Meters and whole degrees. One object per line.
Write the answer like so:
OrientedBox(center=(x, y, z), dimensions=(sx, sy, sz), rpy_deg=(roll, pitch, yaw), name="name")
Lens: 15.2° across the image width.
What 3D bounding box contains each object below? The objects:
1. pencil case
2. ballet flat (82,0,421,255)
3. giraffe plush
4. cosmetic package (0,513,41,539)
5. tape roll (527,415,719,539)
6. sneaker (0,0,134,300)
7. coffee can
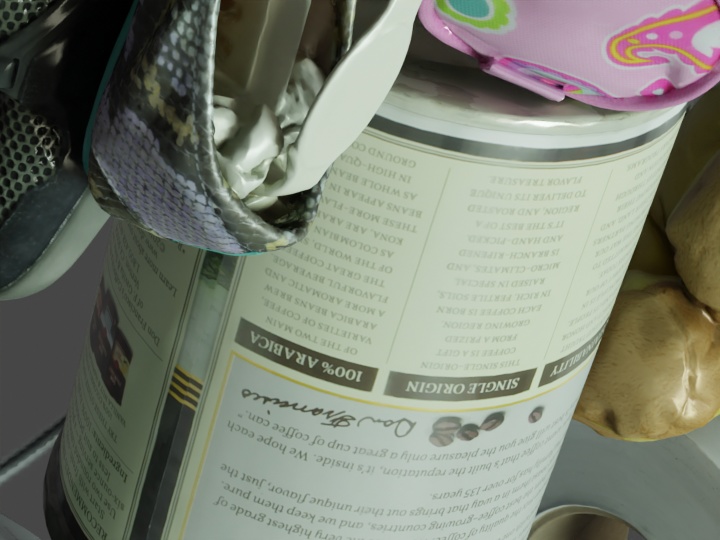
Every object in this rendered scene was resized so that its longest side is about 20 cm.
OrientedBox(center=(0.068, -0.139, 0.679), dimensions=(0.088, 0.087, 0.201), rpy_deg=(65, 30, -56), name="pencil case")
OrientedBox(center=(-0.008, -0.093, 0.608), dimensions=(0.072, 0.072, 0.201), rpy_deg=(-10, 123, -46), name="ballet flat")
OrientedBox(center=(0.166, 0.013, 0.890), dimensions=(0.173, 0.162, 0.200), rpy_deg=(-54, -176, 14), name="giraffe plush")
OrientedBox(center=(-0.142, 0.154, 0.737), dimensions=(0.167, 0.166, 0.200), rpy_deg=(-49, 148, 0), name="cosmetic package")
OrientedBox(center=(0.113, 0.128, 0.992), dimensions=(0.071, 0.202, 0.203), rpy_deg=(-16, 136, -40), name="tape roll")
OrientedBox(center=(-0.091, -0.085, 0.635), dimensions=(0.114, 0.076, 0.200), rpy_deg=(-5, 125, -46), name="sneaker")
OrientedBox(center=(0.000, 0.000, 0.766), dimensions=(0.146, 0.146, 0.200), rpy_deg=(-17, 137, -41), name="coffee can")
